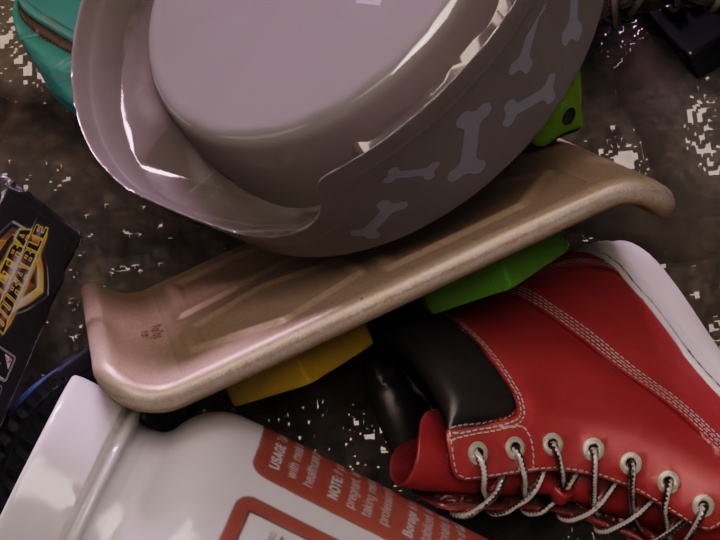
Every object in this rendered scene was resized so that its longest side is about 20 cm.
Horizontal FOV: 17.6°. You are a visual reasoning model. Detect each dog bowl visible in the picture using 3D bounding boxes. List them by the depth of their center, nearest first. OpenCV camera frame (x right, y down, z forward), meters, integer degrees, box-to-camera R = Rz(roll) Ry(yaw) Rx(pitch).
[{"bbox_3d":[-0.004,-0.094,0.789,0.199,0.059,0.201,-20,52,27],"label":"dog bowl"}]

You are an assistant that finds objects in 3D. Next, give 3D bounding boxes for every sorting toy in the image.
[{"bbox_3d":[0.000,0.000,0.831,0.199,0.185,0.037,-20,101,-5],"label":"sorting toy"}]

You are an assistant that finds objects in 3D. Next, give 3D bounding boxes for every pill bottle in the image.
[{"bbox_3d":[-0.027,0.118,0.784,0.199,0.112,0.113,27,72,-3],"label":"pill bottle"}]

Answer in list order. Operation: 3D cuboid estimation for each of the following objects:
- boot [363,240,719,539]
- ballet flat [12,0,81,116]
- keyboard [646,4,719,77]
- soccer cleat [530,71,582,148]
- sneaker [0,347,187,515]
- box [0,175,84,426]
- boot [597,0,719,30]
[{"bbox_3d":[0.091,0.083,0.801,0.144,0.073,0.200,-18,56,-40],"label":"boot"},{"bbox_3d":[-0.055,-0.061,0.894,0.199,0.071,0.067,33,69,33],"label":"ballet flat"},{"bbox_3d":[0.208,-0.142,0.940,0.199,0.021,0.127,-33,69,-7],"label":"keyboard"},{"bbox_3d":[0.006,-0.090,0.889,0.067,0.082,0.199,-28,28,-32],"label":"soccer cleat"},{"bbox_3d":[-0.133,0.109,0.849,0.066,0.078,0.201,38,54,-15],"label":"sneaker"},{"bbox_3d":[-0.214,0.056,0.837,0.199,0.050,0.200,7,68,41],"label":"box"},{"bbox_3d":[0.106,-0.108,0.903,0.173,0.069,0.201,-26,76,19],"label":"boot"}]
